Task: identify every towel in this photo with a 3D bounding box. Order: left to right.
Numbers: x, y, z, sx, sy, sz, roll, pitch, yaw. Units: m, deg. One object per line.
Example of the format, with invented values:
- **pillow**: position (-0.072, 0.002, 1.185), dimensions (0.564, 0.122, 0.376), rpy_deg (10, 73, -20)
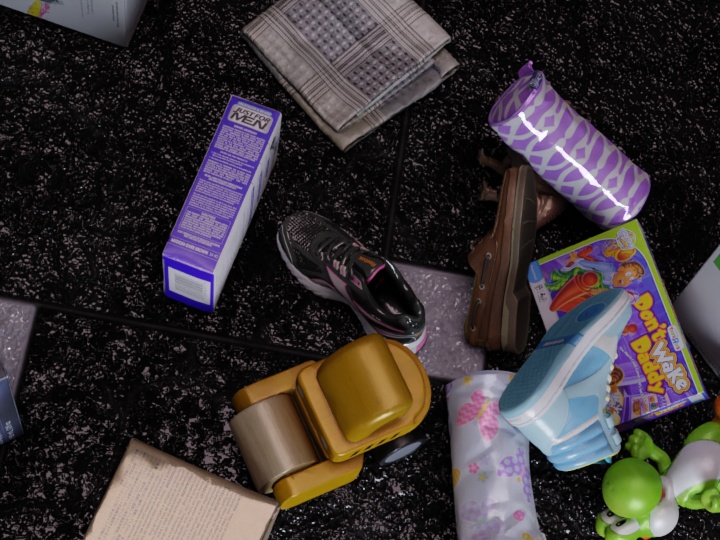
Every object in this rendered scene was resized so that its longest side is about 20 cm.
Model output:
- **towel**: position (-0.008, -0.258, 1.729), dimensions (0.192, 0.035, 0.200), rpy_deg (-37, 78, -20)

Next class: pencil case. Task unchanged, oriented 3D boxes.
- **pencil case**: position (0.137, 0.203, 1.531), dimensions (0.090, 0.083, 0.202), rpy_deg (-6, 67, 4)
- **pencil case**: position (0.224, -0.130, 1.606), dimensions (0.200, 0.084, 0.086), rpy_deg (42, 50, -21)

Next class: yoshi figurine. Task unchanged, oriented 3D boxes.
- **yoshi figurine**: position (0.324, 0.206, 1.532), dimensions (0.199, 0.112, 0.113), rpy_deg (-32, 94, -10)

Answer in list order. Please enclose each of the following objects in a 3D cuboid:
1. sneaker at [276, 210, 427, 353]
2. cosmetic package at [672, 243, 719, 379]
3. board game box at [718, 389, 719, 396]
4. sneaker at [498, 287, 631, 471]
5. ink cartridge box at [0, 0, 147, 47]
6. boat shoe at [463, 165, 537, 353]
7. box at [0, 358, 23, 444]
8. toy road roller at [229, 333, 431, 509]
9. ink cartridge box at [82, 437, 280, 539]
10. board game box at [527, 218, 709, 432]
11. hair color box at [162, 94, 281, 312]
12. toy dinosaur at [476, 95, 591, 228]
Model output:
- **sneaker**: position (0.000, 0.000, 1.595), dimensions (0.199, 0.086, 0.080), rpy_deg (38, 66, 9)
- **cosmetic package**: position (0.413, 0.025, 1.581), dimensions (0.084, 0.200, 0.108), rpy_deg (-30, 72, -20)
- **board game box**: position (0.500, 0.112, 1.587), dimensions (0.198, 0.148, 0.065), rpy_deg (-12, 68, -12)
- **sneaker**: position (0.236, 0.122, 1.539), dimensions (0.200, 0.079, 0.131), rpy_deg (-45, 106, -25)
- **ink cartridge box**: position (-0.329, -0.371, 1.669), dimensions (0.198, 0.145, 0.146), rpy_deg (19, 67, 0)
- **boat shoe**: position (0.145, -0.013, 1.596), dimensions (0.067, 0.072, 0.202), rpy_deg (6, 92, 23)
- **box**: position (-0.437, 0.121, 1.422), dimensions (0.197, 0.200, 0.124), rpy_deg (-23, 73, -15)
- **toy road roller**: position (-0.025, 0.138, 1.501), dimensions (0.198, 0.146, 0.124), rpy_deg (-22, 72, -16)
- **ink cartridge box**: position (-0.192, 0.290, 1.454), dimensions (0.164, 0.075, 0.201), rpy_deg (24, 66, 1)
- **board game box**: position (0.271, 0.064, 1.599), dimensions (0.133, 0.045, 0.202), rpy_deg (-23, 70, 13)
- **hair color box**: position (-0.147, -0.071, 1.590), dimensions (0.064, 0.109, 0.201), rpy_deg (21, 66, 3)
- **toy dinosaur**: position (0.207, -0.117, 1.679), dimensions (0.134, 0.086, 0.202), rpy_deg (3, 73, -14)
